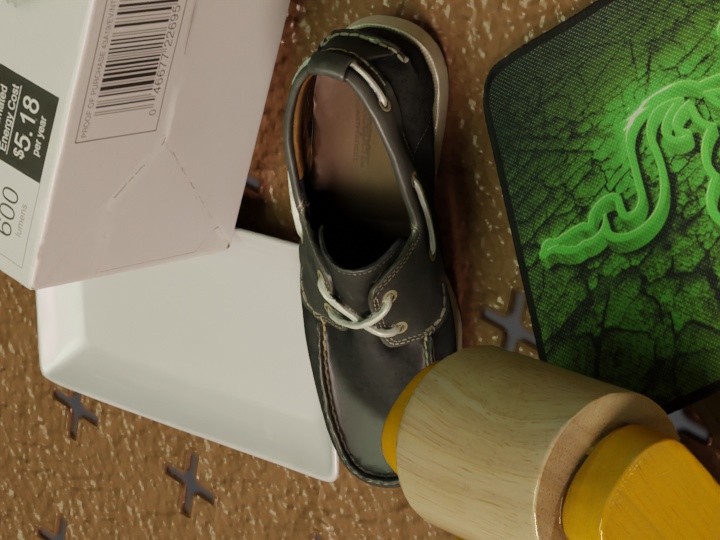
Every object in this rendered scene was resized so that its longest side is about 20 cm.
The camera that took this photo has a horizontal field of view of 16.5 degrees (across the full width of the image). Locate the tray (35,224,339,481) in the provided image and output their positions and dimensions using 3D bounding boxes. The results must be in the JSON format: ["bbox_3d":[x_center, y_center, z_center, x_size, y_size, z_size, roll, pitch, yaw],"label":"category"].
[{"bbox_3d":[-0.078,0.021,1.141,0.200,0.022,0.108,16,116,40],"label":"tray"}]

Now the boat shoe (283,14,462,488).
[{"bbox_3d":[0.000,0.000,1.017,0.072,0.068,0.200,4,110,18],"label":"boat shoe"}]

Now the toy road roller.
[{"bbox_3d":[0.073,0.138,0.898,0.123,0.146,0.200,17,152,51],"label":"toy road roller"}]

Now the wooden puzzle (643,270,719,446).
[{"bbox_3d":[0.191,0.035,0.874,0.185,0.037,0.200,-42,74,44],"label":"wooden puzzle"}]

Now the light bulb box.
[{"bbox_3d":[-0.142,-0.127,1.065,0.200,0.125,0.198,30,116,33],"label":"light bulb box"}]

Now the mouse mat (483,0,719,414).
[{"bbox_3d":[0.119,-0.035,0.905,0.200,0.008,0.161,-30,67,47],"label":"mouse mat"}]
